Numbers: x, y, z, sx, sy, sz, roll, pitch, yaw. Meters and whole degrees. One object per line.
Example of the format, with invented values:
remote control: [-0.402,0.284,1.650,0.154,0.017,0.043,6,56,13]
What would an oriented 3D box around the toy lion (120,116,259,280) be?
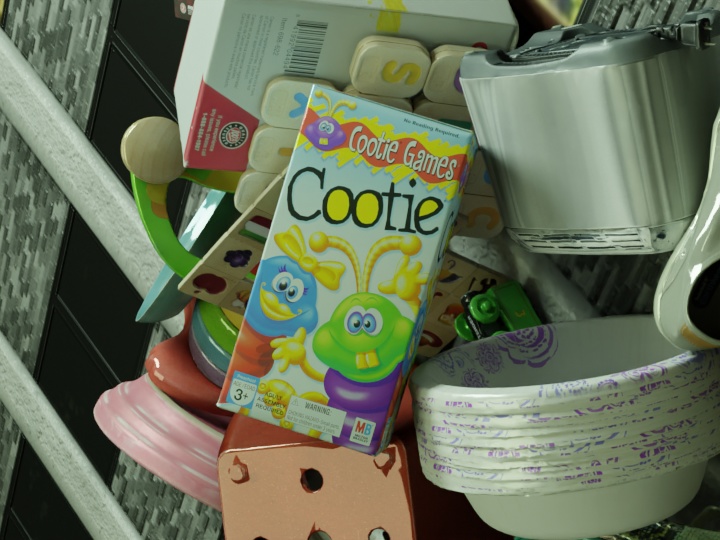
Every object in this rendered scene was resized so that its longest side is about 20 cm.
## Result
toy lion: [-0.056,-0.042,1.376,0.069,0.199,0.193,-160,52,-79]

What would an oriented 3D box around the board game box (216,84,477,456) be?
board game box: [-0.005,0.001,1.165,0.102,0.105,0.201,17,90,5]

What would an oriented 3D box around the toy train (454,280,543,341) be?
toy train: [0.129,0.097,1.295,0.201,0.056,0.042,62,149,17]

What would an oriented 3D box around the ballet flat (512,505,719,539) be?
ballet flat: [0.195,0.175,1.191,0.199,0.074,0.075,14,116,26]

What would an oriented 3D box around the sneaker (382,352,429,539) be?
sneaker: [0.052,0.147,1.411,0.087,0.075,0.201,-36,74,47]

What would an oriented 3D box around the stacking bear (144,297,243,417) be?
stacking bear: [-0.074,0.018,1.499,0.113,0.122,0.200,32,134,-1]

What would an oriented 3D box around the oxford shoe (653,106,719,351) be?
oxford shoe: [0.225,-0.042,1.058,0.058,0.075,0.201,-130,60,-71]

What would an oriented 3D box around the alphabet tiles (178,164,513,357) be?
alphabet tiles: [0.000,0.000,1.319,0.167,0.199,0.008,-44,35,36]

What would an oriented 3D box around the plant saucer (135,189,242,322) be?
plant saucer: [-0.114,-0.039,1.495,0.027,0.201,0.200,32,141,-8]

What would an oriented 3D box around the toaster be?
toaster: [0.156,-0.083,1.144,0.199,0.113,0.130,1,108,52]

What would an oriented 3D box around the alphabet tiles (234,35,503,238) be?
alphabet tiles: [0.021,-0.071,1.271,0.015,0.194,0.201,-102,24,-44]

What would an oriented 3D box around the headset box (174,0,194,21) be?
headset box: [-0.070,-0.273,1.353,0.148,0.077,0.201,23,123,46]

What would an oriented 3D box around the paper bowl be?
paper bowl: [0.134,0.098,1.163,0.200,0.200,0.105,4,106,53]

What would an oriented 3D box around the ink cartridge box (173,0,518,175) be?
ink cartridge box: [-0.013,-0.139,1.267,0.084,0.199,0.146,-103,24,-46]

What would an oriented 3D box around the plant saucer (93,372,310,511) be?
plant saucer: [-0.123,0.142,1.568,0.200,0.200,0.051,36,99,41]

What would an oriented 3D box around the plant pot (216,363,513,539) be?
plant pot: [-0.001,0.174,1.312,0.199,0.176,0.201,-7,90,19]
